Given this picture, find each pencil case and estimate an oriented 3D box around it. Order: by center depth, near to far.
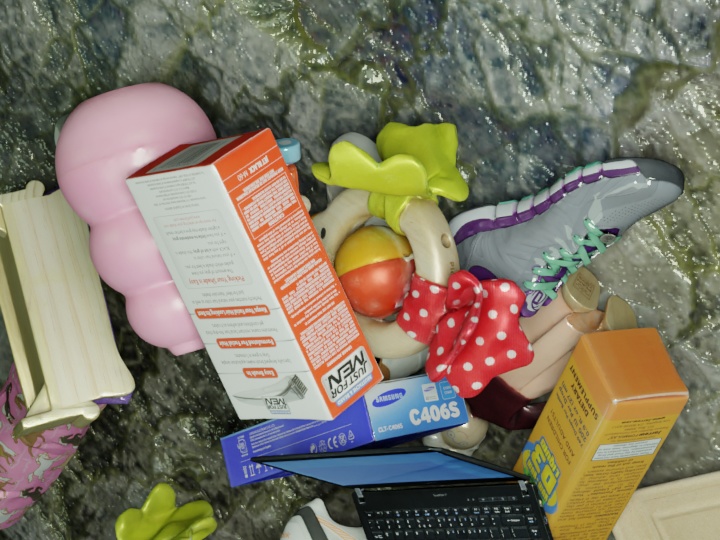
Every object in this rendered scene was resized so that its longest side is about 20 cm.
[{"bbox_3d":[-0.299,0.146,1.640,0.200,0.086,0.083,-49,56,36],"label":"pencil case"}]

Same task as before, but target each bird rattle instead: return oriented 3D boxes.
[{"bbox_3d":[0.035,-0.002,1.314,0.163,0.112,0.201,-25,88,47],"label":"bird rattle"},{"bbox_3d":[-0.157,0.297,1.586,0.162,0.113,0.201,18,97,-22],"label":"bird rattle"}]

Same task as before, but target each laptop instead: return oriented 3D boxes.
[{"bbox_3d":[0.042,0.204,1.372,0.176,0.103,0.201,-8,106,40],"label":"laptop"}]

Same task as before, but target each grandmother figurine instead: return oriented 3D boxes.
[{"bbox_3d":[0.113,0.078,1.396,0.121,0.061,0.200,44,125,0],"label":"grandmother figurine"}]

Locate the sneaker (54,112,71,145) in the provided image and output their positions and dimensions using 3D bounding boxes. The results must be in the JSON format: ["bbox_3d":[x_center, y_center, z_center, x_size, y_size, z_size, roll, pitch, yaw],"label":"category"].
[{"bbox_3d":[-0.187,-0.037,1.496,0.201,0.070,0.080,52,134,-1],"label":"sneaker"}]

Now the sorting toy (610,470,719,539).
[{"bbox_3d":[0.307,0.226,1.382,0.199,0.036,0.186,-19,104,29],"label":"sorting toy"}]

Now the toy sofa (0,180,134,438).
[{"bbox_3d":[-0.258,0.032,1.527,0.083,0.097,0.201,149,107,-70],"label":"toy sofa"}]

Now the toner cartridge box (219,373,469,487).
[{"bbox_3d":[-0.016,0.123,1.432,0.200,0.095,0.043,-24,78,50],"label":"toner cartridge box"}]

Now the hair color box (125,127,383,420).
[{"bbox_3d":[-0.075,0.006,1.315,0.111,0.064,0.201,-4,114,49],"label":"hair color box"}]

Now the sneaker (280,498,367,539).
[{"bbox_3d":[0.022,0.255,1.525,0.199,0.080,0.074,28,156,-7],"label":"sneaker"}]

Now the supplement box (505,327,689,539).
[{"bbox_3d":[0.167,0.131,1.356,0.201,0.068,0.067,107,149,-45],"label":"supplement box"}]

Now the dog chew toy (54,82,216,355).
[{"bbox_3d":[-0.154,-0.036,1.396,0.124,0.124,0.201,-17,89,33],"label":"dog chew toy"}]

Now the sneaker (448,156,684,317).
[{"bbox_3d":[0.146,-0.014,1.307,0.199,0.074,0.088,-20,61,41],"label":"sneaker"}]

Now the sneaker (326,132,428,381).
[{"bbox_3d":[0.000,0.000,1.396,0.073,0.084,0.201,9,118,46],"label":"sneaker"}]

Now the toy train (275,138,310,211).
[{"bbox_3d":[-0.072,-0.016,1.397,0.055,0.150,0.201,-7,118,-8],"label":"toy train"}]
